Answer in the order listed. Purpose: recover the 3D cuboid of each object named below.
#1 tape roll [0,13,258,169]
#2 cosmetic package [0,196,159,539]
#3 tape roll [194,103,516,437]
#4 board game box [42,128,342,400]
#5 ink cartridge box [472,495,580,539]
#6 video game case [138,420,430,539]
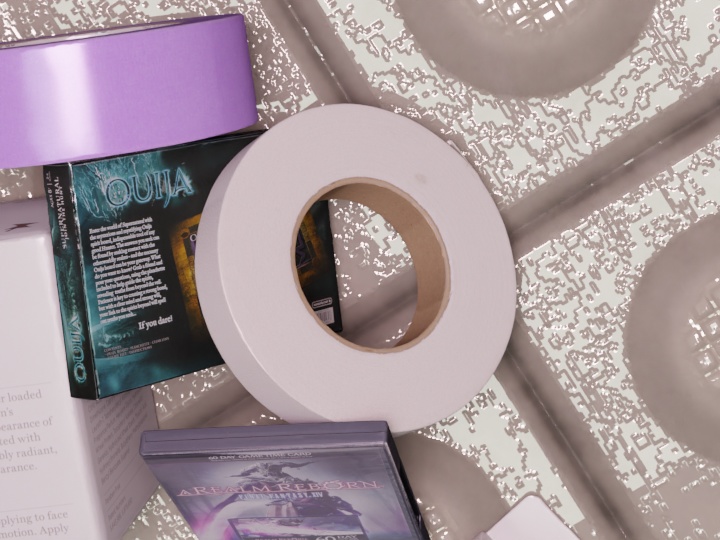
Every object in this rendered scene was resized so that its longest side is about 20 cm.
[{"bbox_3d":[-0.162,-0.105,1.040,0.200,0.200,0.066,-7,100,9],"label":"tape roll"},{"bbox_3d":[-0.229,0.066,1.100,0.164,0.165,0.200,-6,100,8],"label":"cosmetic package"},{"bbox_3d":[0.000,0.000,1.058,0.202,0.037,0.203,9,70,-27],"label":"tape roll"},{"bbox_3d":[-0.094,-0.011,1.060,0.028,0.200,0.136,1,100,43],"label":"board game box"},{"bbox_3d":[0.074,0.253,1.145,0.200,0.067,0.116,-44,92,13],"label":"ink cartridge box"},{"bbox_3d":[-0.040,0.139,1.088,0.143,0.200,0.019,-3,63,8],"label":"video game case"}]
